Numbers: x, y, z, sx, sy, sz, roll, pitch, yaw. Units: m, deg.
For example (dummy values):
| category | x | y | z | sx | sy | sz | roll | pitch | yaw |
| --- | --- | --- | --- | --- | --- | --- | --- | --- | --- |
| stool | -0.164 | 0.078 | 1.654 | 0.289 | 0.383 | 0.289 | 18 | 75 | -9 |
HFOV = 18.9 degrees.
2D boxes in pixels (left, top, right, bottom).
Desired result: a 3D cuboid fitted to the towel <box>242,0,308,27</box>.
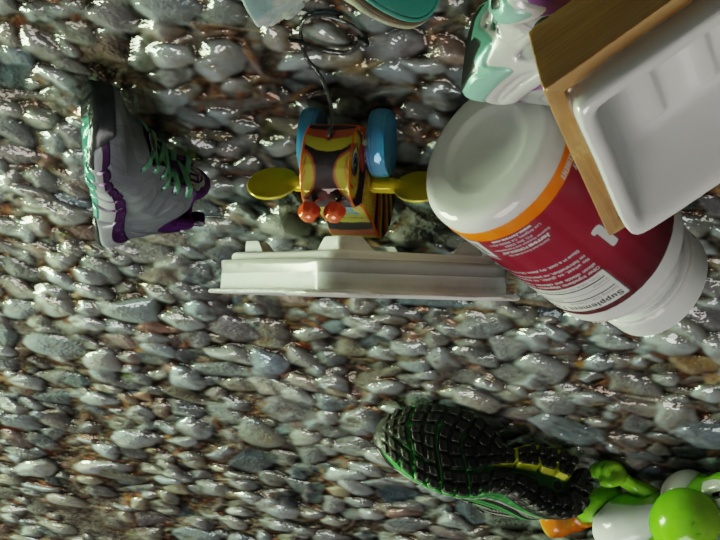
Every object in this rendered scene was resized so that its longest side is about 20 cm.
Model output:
| category | x | y | z | sx | sy | sz | roll | pitch | yaw |
| --- | --- | --- | --- | --- | --- | --- | --- | --- | --- |
| towel | -0.018 | -0.234 | 1.168 | 0.171 | 0.048 | 0.200 | -32 | 148 | -5 |

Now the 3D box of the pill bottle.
| category | x | y | z | sx | sy | sz | roll | pitch | yaw |
| --- | --- | --- | --- | --- | --- | --- | --- | --- | --- |
| pill bottle | 0.147 | -0.036 | 1.473 | 0.113 | 0.113 | 0.200 | -19 | 141 | 38 |

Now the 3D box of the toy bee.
| category | x | y | z | sx | sy | sz | roll | pitch | yaw |
| --- | --- | --- | --- | --- | --- | --- | --- | --- | --- |
| toy bee | -0.022 | -0.066 | 1.469 | 0.131 | 0.109 | 0.200 | -10 | 145 | 31 |

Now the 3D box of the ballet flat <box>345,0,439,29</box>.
| category | x | y | z | sx | sy | sz | roll | pitch | yaw |
| --- | --- | --- | --- | --- | --- | --- | --- | --- | --- |
| ballet flat | -0.030 | -0.215 | 1.283 | 0.200 | 0.067 | 0.062 | 38 | 168 | -35 |

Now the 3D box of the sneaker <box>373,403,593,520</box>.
| category | x | y | z | sx | sy | sz | roll | pitch | yaw |
| --- | --- | --- | --- | --- | --- | --- | --- | --- | --- |
| sneaker | 0.097 | 0.178 | 1.884 | 0.200 | 0.078 | 0.085 | 24 | 154 | -19 |

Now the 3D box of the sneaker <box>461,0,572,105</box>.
| category | x | y | z | sx | sy | sz | roll | pitch | yaw |
| --- | --- | --- | --- | --- | --- | --- | --- | --- | --- |
| sneaker | 0.146 | -0.158 | 1.313 | 0.140 | 0.078 | 0.200 | 9 | 159 | -4 |

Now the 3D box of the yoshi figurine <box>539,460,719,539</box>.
| category | x | y | z | sx | sy | sz | roll | pitch | yaw |
| --- | --- | --- | --- | --- | --- | --- | --- | --- | --- |
| yoshi figurine | 0.247 | 0.224 | 1.900 | 0.200 | 0.112 | 0.112 | -24 | 131 | 38 |

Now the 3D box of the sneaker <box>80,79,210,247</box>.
| category | x | y | z | sx | sy | sz | roll | pitch | yaw |
| --- | --- | --- | --- | --- | --- | --- | --- | --- | --- |
| sneaker | -0.151 | -0.080 | 1.531 | 0.087 | 0.074 | 0.200 | -5 | 160 | -5 |

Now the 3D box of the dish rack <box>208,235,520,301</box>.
| category | x | y | z | sx | sy | sz | roll | pitch | yaw |
| --- | --- | --- | --- | --- | --- | --- | --- | --- | --- |
| dish rack | 0.000 | 0.000 | 1.556 | 0.172 | 0.044 | 0.200 | 1 | 178 | -30 |

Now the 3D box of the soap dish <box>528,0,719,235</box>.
| category | x | y | z | sx | sy | sz | roll | pitch | yaw |
| --- | --- | --- | --- | --- | --- | --- | --- | --- | --- |
| soap dish | 0.198 | -0.128 | 1.259 | 0.200 | 0.081 | 0.157 | -35 | 143 | -2 |
